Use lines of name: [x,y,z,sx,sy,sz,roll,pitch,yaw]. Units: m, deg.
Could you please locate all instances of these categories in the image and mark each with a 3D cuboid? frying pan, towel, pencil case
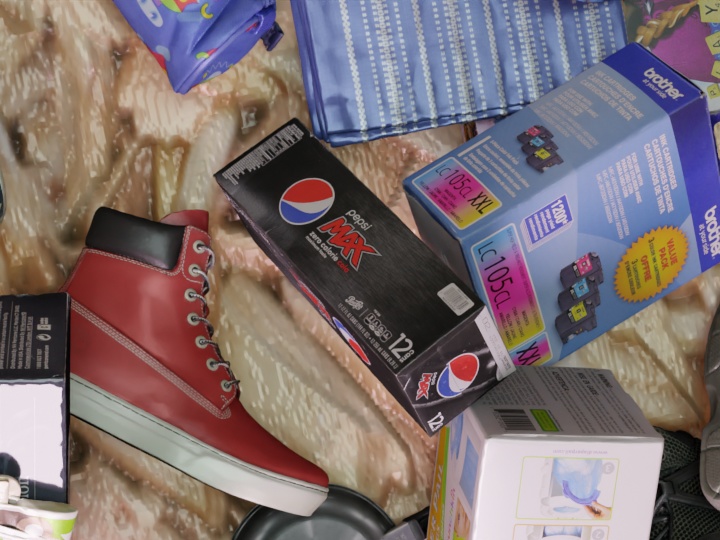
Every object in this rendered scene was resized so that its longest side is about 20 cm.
frying pan: [0.012,0.183,1.090,0.190,0.031,0.115,-4,88,-6]
towel: [0.058,-0.158,1.080,0.200,0.024,0.145,-10,87,-10]
pencil case: [-0.127,-0.202,1.061,0.087,0.078,0.200,-35,93,20]

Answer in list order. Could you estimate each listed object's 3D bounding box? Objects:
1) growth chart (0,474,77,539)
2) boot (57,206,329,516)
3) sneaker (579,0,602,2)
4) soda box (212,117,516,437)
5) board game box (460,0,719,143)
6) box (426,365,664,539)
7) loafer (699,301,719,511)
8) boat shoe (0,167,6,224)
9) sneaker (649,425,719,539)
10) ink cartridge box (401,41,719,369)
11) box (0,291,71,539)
growth chart: [-0.210,0.160,0.928,0.200,0.018,0.145,28,108,-21]
boot: [-0.087,0.047,1.058,0.200,0.072,0.144,28,81,-1]
sneaker: [0.174,-0.229,1.074,0.200,0.071,0.083,-40,82,-22]
soda box: [0.000,0.000,1.018,0.063,0.071,0.200,-37,50,-7]
board game box: [0.144,-0.181,1.123,0.199,0.041,0.200,-13,89,-9]
box: [0.097,0.166,1.031,0.101,0.113,0.200,2,107,-10]
loafer: [0.250,0.073,1.093,0.063,0.072,0.200,42,47,-27]
boat shoe: [-0.258,-0.111,1.044,0.075,0.062,0.200,-14,89,-8]
sneaker: [0.177,0.163,1.056,0.114,0.076,0.199,35,39,2]
ink cartridge box: [0.138,-0.040,1.065,0.200,0.076,0.137,-32,134,-11]
box: [-0.248,0.121,0.972,0.182,0.104,0.200,0,116,-8]
